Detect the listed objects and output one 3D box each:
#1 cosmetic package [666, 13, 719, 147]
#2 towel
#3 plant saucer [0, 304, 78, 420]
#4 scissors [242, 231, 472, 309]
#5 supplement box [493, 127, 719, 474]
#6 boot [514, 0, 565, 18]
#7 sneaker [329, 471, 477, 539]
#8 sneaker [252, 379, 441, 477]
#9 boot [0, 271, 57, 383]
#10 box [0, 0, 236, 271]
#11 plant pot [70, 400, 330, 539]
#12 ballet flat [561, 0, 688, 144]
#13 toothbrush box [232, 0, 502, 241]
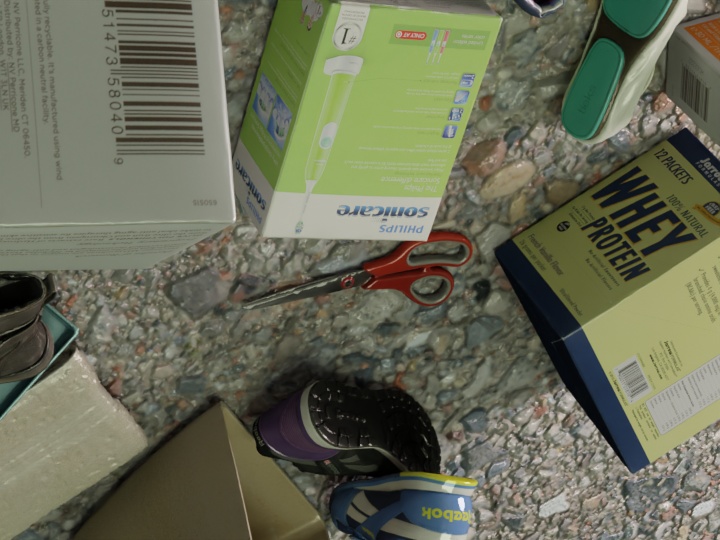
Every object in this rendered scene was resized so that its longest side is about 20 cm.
[{"bbox_3d":[0.364,-0.174,1.646,0.200,0.101,0.071,-16,129,-17],"label":"cosmetic package"},{"bbox_3d":[-0.281,0.152,1.604,0.200,0.034,0.133,-33,134,-1],"label":"towel"},{"bbox_3d":[-0.306,0.096,1.532,0.070,0.019,0.200,41,94,-12],"label":"plant saucer"},{"bbox_3d":[0.000,0.000,1.650,0.200,0.014,0.073,-1,126,-26],"label":"scissors"},{"bbox_3d":[0.258,0.027,1.718,0.200,0.134,0.200,-33,132,-2],"label":"supplement box"},{"bbox_3d":[0.094,-0.275,1.438,0.073,0.090,0.200,-36,132,1],"label":"boot"},{"bbox_3d":[0.030,0.221,1.722,0.074,0.200,0.082,6,77,-25],"label":"sneaker"},{"bbox_3d":[-0.013,0.144,1.726,0.087,0.076,0.200,-23,150,32],"label":"sneaker"},{"bbox_3d":[-0.308,0.047,1.420,0.200,0.069,0.174,-16,166,-7],"label":"boot"},{"bbox_3d":[-0.207,-0.108,1.302,0.200,0.171,0.199,-2,81,-26],"label":"box"},{"bbox_3d":[-0.131,0.269,1.674,0.177,0.200,0.200,-27,133,10],"label":"plant pot"},{"bbox_3d":[0.222,-0.191,1.594,0.069,0.069,0.200,4,126,-29],"label":"ballet flat"},{"bbox_3d":[0.000,-0.127,1.504,0.145,0.086,0.200,0,123,-28],"label":"toothbrush box"}]
